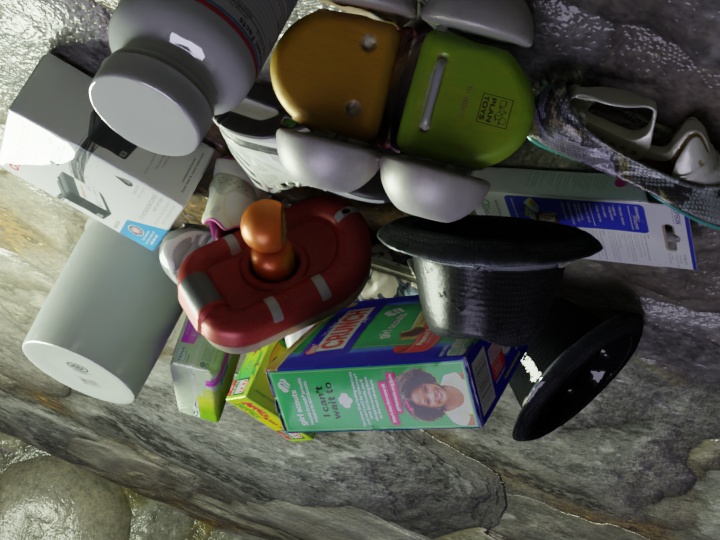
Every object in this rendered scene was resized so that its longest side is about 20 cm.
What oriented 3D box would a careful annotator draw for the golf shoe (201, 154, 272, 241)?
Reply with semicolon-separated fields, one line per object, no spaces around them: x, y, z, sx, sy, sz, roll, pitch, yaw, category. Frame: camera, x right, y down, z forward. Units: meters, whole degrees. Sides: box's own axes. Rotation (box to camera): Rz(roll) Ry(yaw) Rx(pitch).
-0.128;-0.040;1.118;0.075;0.092;0.200;10;152;21;golf shoe

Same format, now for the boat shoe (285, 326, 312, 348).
0.003;0.077;1.158;0.200;0.065;0.074;-4;163;-26;boat shoe

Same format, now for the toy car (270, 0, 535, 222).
0.038;-0.137;0.773;0.200;0.175;0.150;16;-173;13;toy car

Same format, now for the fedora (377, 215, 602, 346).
0.103;0.008;0.829;0.200;0.092;0.201;4;-171;-1;fedora

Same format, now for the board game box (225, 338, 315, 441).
-0.068;0.087;1.178;0.102;0.200;0.048;37;150;-26;board game box

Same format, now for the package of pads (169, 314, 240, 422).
-0.200;0.098;1.351;0.068;0.155;0.200;15;152;0;package of pads

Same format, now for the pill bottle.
-0.111;-0.184;0.722;0.109;0.200;0.109;18;153;10;pill bottle

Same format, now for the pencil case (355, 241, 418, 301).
0.000;0.000;1.105;0.200;0.078;0.090;16;147;13;pencil case

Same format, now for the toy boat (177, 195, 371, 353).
-0.085;-0.017;0.991;0.131;0.200;0.131;52;158;35;toy boat

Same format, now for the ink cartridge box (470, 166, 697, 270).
0.202;-0.048;0.910;0.200;0.037;0.095;9;149;30;ink cartridge box

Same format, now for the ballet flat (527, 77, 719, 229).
0.226;-0.095;0.779;0.200;0.072;0.072;24;153;-4;ballet flat

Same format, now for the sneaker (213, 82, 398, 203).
-0.044;-0.107;0.971;0.200;0.076;0.115;26;163;12;sneaker

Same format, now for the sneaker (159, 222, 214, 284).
-0.197;-0.018;1.167;0.082;0.075;0.200;26;180;11;sneaker

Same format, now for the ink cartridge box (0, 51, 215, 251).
-0.279;-0.123;1.089;0.200;0.084;0.145;30;153;-13;ink cartridge box

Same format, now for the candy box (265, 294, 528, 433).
0.039;0.083;0.957;0.200;0.169;0.077;-8;107;26;candy box

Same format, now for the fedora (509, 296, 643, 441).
0.207;0.091;1.069;0.092;0.200;0.201;49;163;25;fedora

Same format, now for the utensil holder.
-0.319;0.048;1.302;0.170;0.200;0.170;18;152;10;utensil holder
